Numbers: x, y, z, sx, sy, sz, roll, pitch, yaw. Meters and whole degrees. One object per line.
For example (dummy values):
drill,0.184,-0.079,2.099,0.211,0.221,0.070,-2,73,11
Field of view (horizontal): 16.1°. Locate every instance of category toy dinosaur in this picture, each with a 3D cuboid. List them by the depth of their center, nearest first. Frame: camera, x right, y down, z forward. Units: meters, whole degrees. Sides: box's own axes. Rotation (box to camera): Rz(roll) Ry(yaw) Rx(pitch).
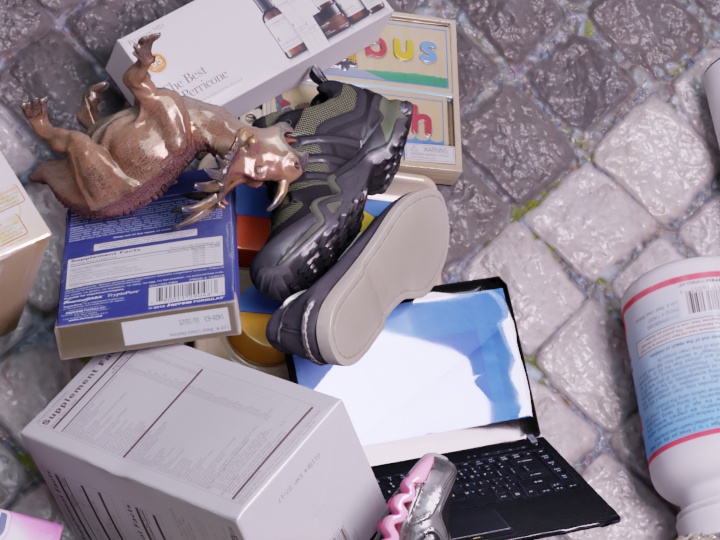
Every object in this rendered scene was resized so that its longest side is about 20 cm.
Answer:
toy dinosaur,-0.150,-0.074,1.746,0.136,0.199,0.086,66,21,4

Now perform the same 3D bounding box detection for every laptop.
laptop,0.057,0.099,1.726,0.176,0.104,0.200,-9,25,-19

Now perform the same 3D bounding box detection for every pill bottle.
pill bottle,0.253,0.100,1.823,0.108,0.109,0.202,0,66,-17

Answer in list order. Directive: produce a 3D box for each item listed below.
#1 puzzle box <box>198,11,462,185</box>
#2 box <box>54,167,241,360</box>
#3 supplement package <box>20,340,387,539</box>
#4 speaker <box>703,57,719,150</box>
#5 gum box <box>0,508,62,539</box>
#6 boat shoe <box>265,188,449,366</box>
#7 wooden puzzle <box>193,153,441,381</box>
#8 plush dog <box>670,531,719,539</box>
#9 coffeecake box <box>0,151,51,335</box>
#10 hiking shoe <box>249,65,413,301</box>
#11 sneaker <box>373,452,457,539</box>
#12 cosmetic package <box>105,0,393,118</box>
puzzle box,-0.022,-0.137,1.897,0.198,0.025,0.134,5,64,-15
box,-0.143,-0.008,1.736,0.120,0.033,0.200,-8,30,1
supplement package,-0.101,0.131,1.643,0.199,0.110,0.114,17,52,39
speaker,0.319,-0.066,1.939,0.081,0.081,0.202,-2,66,-18
gum box,-0.268,0.249,1.617,0.113,0.066,0.201,16,62,-10
boat shoe,0.000,0.000,1.750,0.200,0.062,0.073,-48,130,-50
wooden puzzle,-0.026,0.011,1.815,0.184,0.046,0.202,7,64,-14
plush dog,0.193,0.289,1.719,0.200,0.160,0.172,-41,100,-14
coffeecake box,-0.297,-0.059,1.702,0.073,0.154,0.201,-26,75,-26
hiking shoe,-0.042,-0.060,1.793,0.100,0.076,0.200,25,49,11
sneaker,0.042,0.216,1.586,0.095,0.079,0.202,13,80,1
cosmetic package,-0.079,-0.168,1.851,0.199,0.051,0.083,-32,77,-27
